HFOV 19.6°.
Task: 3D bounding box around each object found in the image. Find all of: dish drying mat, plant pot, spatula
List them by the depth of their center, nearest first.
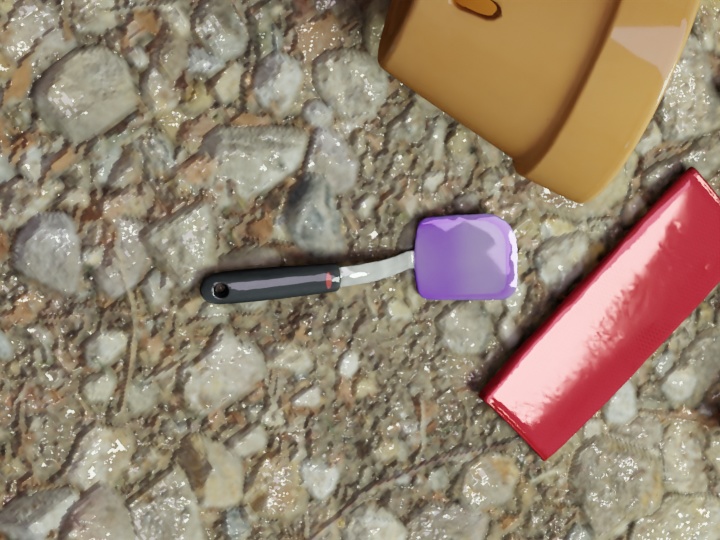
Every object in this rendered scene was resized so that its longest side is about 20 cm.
[{"bbox_3d":[0.097,-0.155,1.173,0.140,0.200,0.201,21,98,-7],"label":"plant pot"},{"bbox_3d":[0.000,0.000,1.265,0.199,0.021,0.057,-7,110,-18],"label":"spatula"},{"bbox_3d":[0.165,0.029,1.337,0.200,0.018,0.077,-47,116,-3],"label":"dish drying mat"}]

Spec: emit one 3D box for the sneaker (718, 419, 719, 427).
[{"bbox_3d":[0.290,0.074,1.340,0.112,0.078,0.200,-26,134,-9],"label":"sneaker"}]
